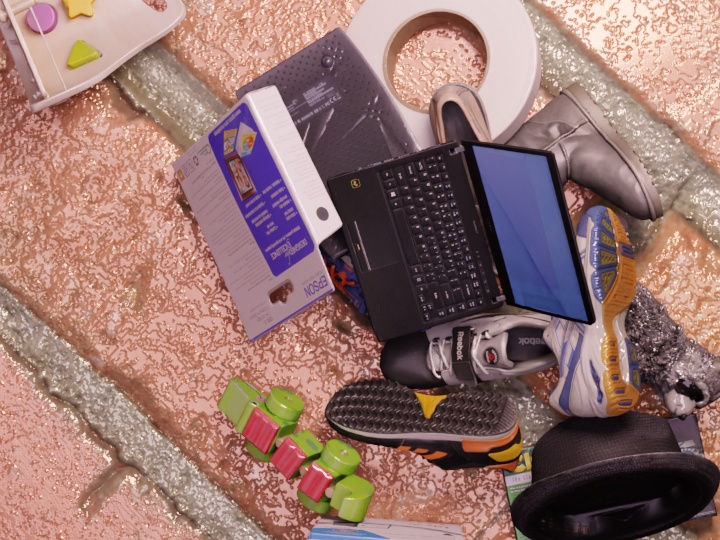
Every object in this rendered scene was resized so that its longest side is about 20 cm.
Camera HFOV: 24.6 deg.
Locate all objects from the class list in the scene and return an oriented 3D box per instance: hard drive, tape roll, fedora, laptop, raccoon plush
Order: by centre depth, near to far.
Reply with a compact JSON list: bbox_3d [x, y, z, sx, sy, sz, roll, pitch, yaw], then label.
[{"bbox_3d":[0.091,-0.018,1.500,0.200,0.103,0.177,-16,113,2],"label":"laptop"},{"bbox_3d":[0.235,0.188,1.570,0.200,0.201,0.092,-12,57,2],"label":"fedora"},{"bbox_3d":[-0.020,-0.120,1.588,0.135,0.042,0.200,-32,73,3],"label":"hard drive"},{"bbox_3d":[0.300,0.044,1.611,0.134,0.097,0.200,3,89,-5],"label":"raccoon plush"},{"bbox_3d":[0.077,-0.200,1.625,0.202,0.037,0.203,-2,79,12],"label":"tape roll"}]

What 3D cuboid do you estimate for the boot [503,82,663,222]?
[{"bbox_3d":[0.170,-0.072,1.613,0.200,0.073,0.182,-32,61,-5],"label":"boot"}]

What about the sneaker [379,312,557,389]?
[{"bbox_3d":[0.115,0.075,1.617,0.200,0.089,0.074,-10,90,4],"label":"sneaker"}]

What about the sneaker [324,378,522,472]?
[{"bbox_3d":[0.062,0.165,1.625,0.200,0.070,0.090,3,133,21],"label":"sneaker"}]

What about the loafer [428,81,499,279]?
[{"bbox_3d":[0.110,-0.078,1.557,0.072,0.063,0.200,-19,98,12],"label":"loafer"}]

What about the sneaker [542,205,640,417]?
[{"bbox_3d":[0.206,0.039,1.543,0.088,0.075,0.200,-13,68,41],"label":"sneaker"}]

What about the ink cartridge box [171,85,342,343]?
[{"bbox_3d":[-0.093,-0.049,1.576,0.043,0.198,0.200,-21,84,-32],"label":"ink cartridge box"}]

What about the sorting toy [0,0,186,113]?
[{"bbox_3d":[-0.276,-0.273,1.640,0.180,0.107,0.200,-23,88,-5],"label":"sorting toy"}]

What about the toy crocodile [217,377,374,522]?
[{"bbox_3d":[-0.065,0.176,1.614,0.200,0.062,0.068,40,113,22],"label":"toy crocodile"}]

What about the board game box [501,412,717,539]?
[{"bbox_3d":[0.244,0.211,1.640,0.200,0.023,0.105,-11,89,2],"label":"board game box"}]

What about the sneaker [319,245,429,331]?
[{"bbox_3d":[0.000,0.000,1.621,0.200,0.075,0.079,18,75,6],"label":"sneaker"}]

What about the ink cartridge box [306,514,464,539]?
[{"bbox_3d":[0.024,0.284,1.560,0.146,0.200,0.086,4,88,2],"label":"ink cartridge box"}]
